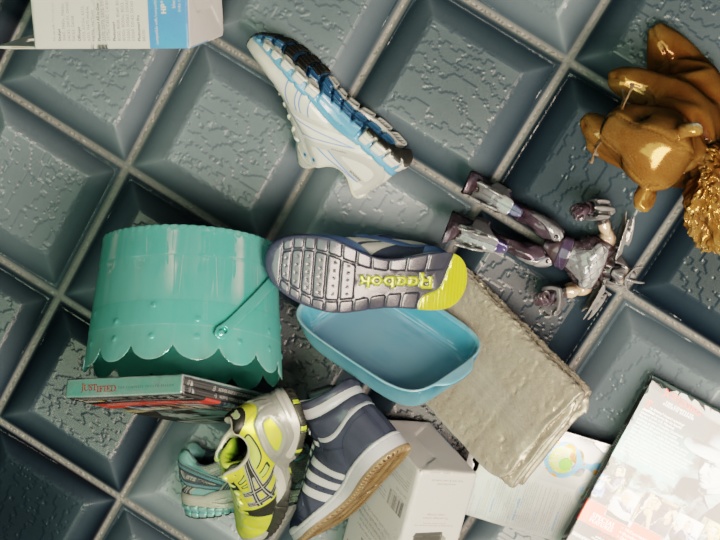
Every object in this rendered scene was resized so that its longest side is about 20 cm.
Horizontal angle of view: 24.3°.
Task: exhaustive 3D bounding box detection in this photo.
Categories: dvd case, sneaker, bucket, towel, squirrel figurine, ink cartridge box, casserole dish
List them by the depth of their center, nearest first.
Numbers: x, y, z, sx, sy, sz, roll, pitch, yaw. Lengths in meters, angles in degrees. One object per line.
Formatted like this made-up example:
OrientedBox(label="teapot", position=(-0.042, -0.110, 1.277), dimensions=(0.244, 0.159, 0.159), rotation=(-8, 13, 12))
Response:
OrientedBox(label="squirrel figurine", position=(0.298, -0.109, 1.524), dimensions=(0.200, 0.187, 0.142), rotation=(37, 109, 1))
OrientedBox(label="sneaker", position=(0.000, 0.000, 1.644), dimensions=(0.200, 0.082, 0.074), rotation=(7, 103, -17))
OrientedBox(label="ink cartridge box", position=(-0.247, -0.257, 1.645), dimensions=(0.200, 0.116, 0.067), rotation=(2, 105, 12))
OrientedBox(label="sneaker", position=(-0.110, 0.193, 1.655), dimensions=(0.076, 0.075, 0.200), rotation=(-8, 132, -23))
OrientedBox(label="sneaker", position=(-0.048, -0.149, 1.655), dimensions=(0.200, 0.075, 0.087), rotation=(45, 115, -1))
OrientedBox(label="casserole dish", position=(0.026, 0.069, 1.655), dimensions=(0.200, 0.121, 0.039), rotation=(33, 138, 32))
OrientedBox(label="bucket", position=(-0.170, 0.039, 1.656), dimensions=(0.207, 0.207, 0.135), rotation=(0, 78, 13))
OrientedBox(label="towel", position=(0.128, 0.106, 1.659), dimensions=(0.133, 0.034, 0.200), rotation=(-52, 58, 17))
OrientedBox(label="sneaker", position=(-0.033, 0.184, 1.661), dimensions=(0.109, 0.070, 0.200), rotation=(54, 135, 15))
OrientedBox(label="dvd case", position=(0.305, 0.224, 1.666), dimensions=(0.146, 0.022, 0.200), rotation=(27, 94, -1))
OrientedBox(label="dvd case", position=(-0.174, 0.130, 1.674), dimensions=(0.146, 0.200, 0.022), rotation=(-5, 75, 32))
OrientedBox(label="ink cartridge box", position=(0.041, 0.267, 1.707), dimensions=(0.067, 0.116, 0.200), rotation=(5, 110, -26))
OrientedBox(label="sneaker", position=(-0.105, 0.203, 1.759), dimensions=(0.200, 0.078, 0.086), rotation=(-13, 98, 16))

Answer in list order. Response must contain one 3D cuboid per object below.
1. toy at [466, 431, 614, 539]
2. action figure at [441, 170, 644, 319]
OrientedBox(label="toy", position=(0.205, 0.216, 1.706), dimensions=(0.200, 0.047, 0.115), rotation=(17, 101, 4))
OrientedBox(label="action figure", position=(0.184, -0.023, 1.637), dimensions=(0.200, 0.069, 0.130), rotation=(23, 98, 2))
